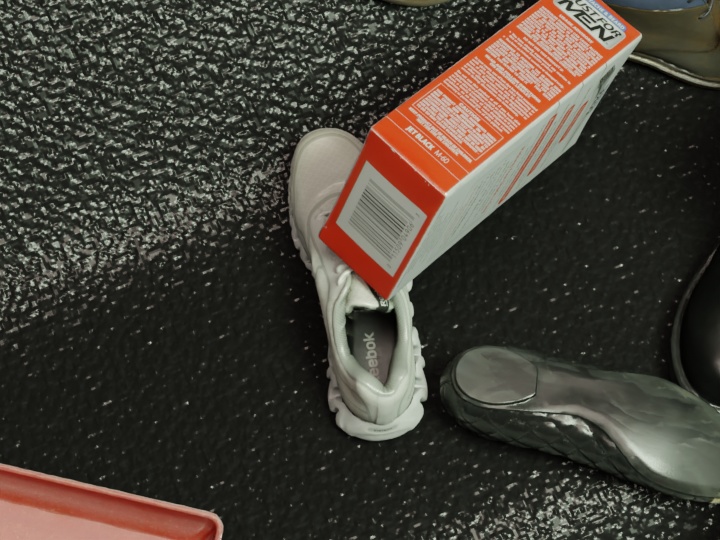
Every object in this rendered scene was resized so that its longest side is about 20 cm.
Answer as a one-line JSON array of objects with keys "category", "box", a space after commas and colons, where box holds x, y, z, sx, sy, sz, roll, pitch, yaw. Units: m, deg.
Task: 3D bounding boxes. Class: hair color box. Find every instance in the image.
[{"category": "hair color box", "box": [0.072, -0.081, 1.123, 0.064, 0.111, 0.200, 43, 53, 12]}]

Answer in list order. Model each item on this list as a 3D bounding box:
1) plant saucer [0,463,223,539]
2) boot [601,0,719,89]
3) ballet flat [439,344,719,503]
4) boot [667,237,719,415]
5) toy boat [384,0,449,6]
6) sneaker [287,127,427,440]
[{"category": "plant saucer", "box": [-0.198, 0.222, 1.111, 0.199, 0.037, 0.200, 12, 74, 4]}, {"category": "boot", "box": [0.217, -0.166, 1.191, 0.199, 0.097, 0.075, 4, 74, 1]}, {"category": "ballet flat", "box": [0.145, 0.091, 1.141, 0.200, 0.057, 0.067, 19, 71, 3]}, {"category": "boot", "box": [0.253, -0.021, 1.117, 0.079, 0.158, 0.212, 24, 76, 7]}, {"category": "toy boat", "box": [0.006, -0.257, 1.199, 0.200, 0.131, 0.131, 19, 75, 6]}, {"category": "sneaker", "box": [0.000, 0.000, 1.153, 0.075, 0.081, 0.201, -13, 73, -2]}]
